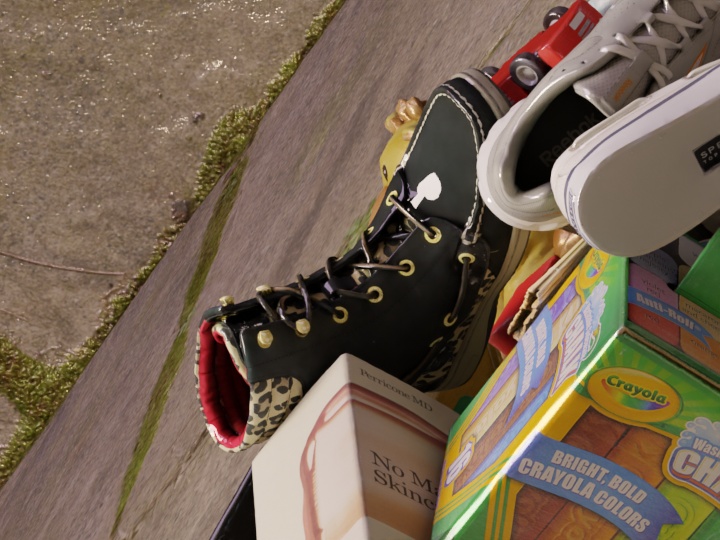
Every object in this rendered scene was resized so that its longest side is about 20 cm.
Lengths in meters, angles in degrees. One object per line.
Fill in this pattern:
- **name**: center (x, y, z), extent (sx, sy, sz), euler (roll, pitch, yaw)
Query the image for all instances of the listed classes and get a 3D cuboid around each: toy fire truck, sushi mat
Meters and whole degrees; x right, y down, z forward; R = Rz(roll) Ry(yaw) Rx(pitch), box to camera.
- **toy fire truck**: center (0.102, -0.043, 1.424), extent (0.200, 0.141, 0.049), euler (-39, 12, 49)
- **sushi mat**: center (0.147, -0.046, 1.340), extent (0.200, 0.012, 0.096), euler (-45, -8, -11)

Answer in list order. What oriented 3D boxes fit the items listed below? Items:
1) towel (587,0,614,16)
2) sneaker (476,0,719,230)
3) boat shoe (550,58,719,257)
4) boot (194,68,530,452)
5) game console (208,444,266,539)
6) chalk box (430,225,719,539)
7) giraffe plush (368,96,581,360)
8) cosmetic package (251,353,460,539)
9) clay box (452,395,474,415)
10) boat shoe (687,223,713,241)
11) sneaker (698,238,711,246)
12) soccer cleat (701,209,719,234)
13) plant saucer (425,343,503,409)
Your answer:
- **towel**: center (0.188, -0.121, 1.435), extent (0.200, 0.171, 0.048), euler (-45, 49, 51)
- **sneaker**: center (0.134, -0.096, 1.270), extent (0.200, 0.076, 0.092), euler (-51, 0, 5)
- **boat shoe**: center (0.176, -0.073, 1.215), extent (0.200, 0.071, 0.070), euler (-30, 23, -3)
- **boot**: center (0.001, 0.002, 1.365), extent (0.154, 0.073, 0.204), euler (-19, -41, -30)
- **game console**: center (-0.080, 0.224, 1.813), extent (0.200, 0.116, 0.176), euler (-60, 11, -12)
- **chalk box**: center (0.139, 0.065, 1.238), extent (0.200, 0.124, 0.124), euler (-54, 11, 28)
- **giraffe plush**: center (0.078, -0.035, 1.690), extent (0.200, 0.162, 0.173), euler (-64, 12, -26)
- **cosmetic package**: center (0.014, 0.143, 1.290), extent (0.087, 0.103, 0.200), euler (-51, 24, 23)
- **clay box**: center (0.036, 0.160, 1.448), extent (0.200, 0.115, 0.048), euler (-56, 28, 10)
- **boat shoe**: center (0.204, -0.054, 1.440), extent (0.066, 0.072, 0.201), euler (-54, 14, -32)
- **sneaker**: center (0.165, 0.012, 1.402), extent (0.200, 0.076, 0.105), euler (-46, 16, 53)
- **soccer cleat**: center (0.228, -0.050, 1.288), extent (0.200, 0.069, 0.085), euler (-31, 34, 46)
- **plant saucer**: center (0.043, 0.105, 1.548), extent (0.200, 0.048, 0.200), euler (72, -149, -43)
